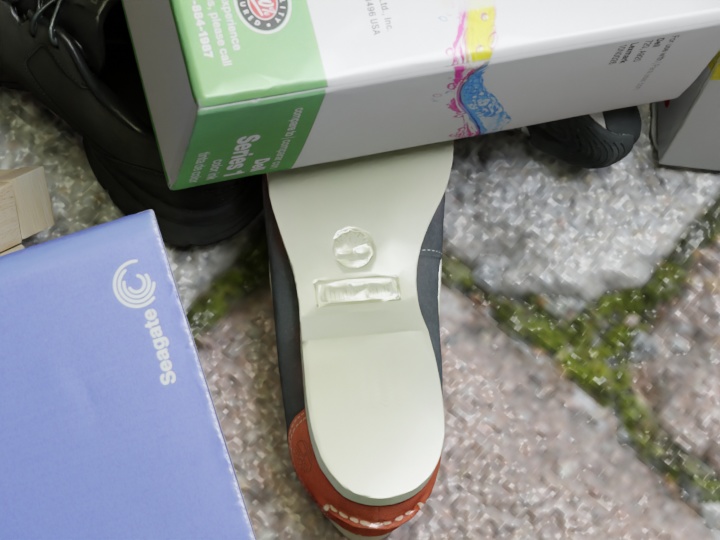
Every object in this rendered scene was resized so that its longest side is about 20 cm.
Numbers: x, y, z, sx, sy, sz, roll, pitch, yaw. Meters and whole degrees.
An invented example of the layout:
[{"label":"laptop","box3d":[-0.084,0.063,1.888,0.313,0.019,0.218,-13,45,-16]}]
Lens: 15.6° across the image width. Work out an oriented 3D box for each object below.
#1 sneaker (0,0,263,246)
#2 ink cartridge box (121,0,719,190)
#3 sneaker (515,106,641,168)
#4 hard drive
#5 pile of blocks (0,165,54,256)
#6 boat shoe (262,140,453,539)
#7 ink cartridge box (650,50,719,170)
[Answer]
[{"label":"sneaker","box3d":[-0.112,-0.096,0.991,0.200,0.091,0.076,35,71,10]},{"label":"ink cartridge box","box3d":[0.016,-0.123,0.931,0.199,0.084,0.145,-11,73,-15]},{"label":"sneaker","box3d":[0.073,-0.136,1.034,0.084,0.075,0.201,-19,71,-14]},{"label":"hard drive","box3d":[-0.146,0.072,0.893,0.199,0.025,0.132,-18,88,-5]},{"label":"pile of blocks","box3d":[-0.189,-0.060,0.993,0.200,0.082,0.062,51,32,6]},{"label":"boat shoe","box3d":[0.000,0.000,0.977,0.071,0.063,0.201,-2,68,-4]},{"label":"ink cartridge box","box3d":[0.171,-0.140,0.979,0.083,0.200,0.146,6,67,-7]}]
